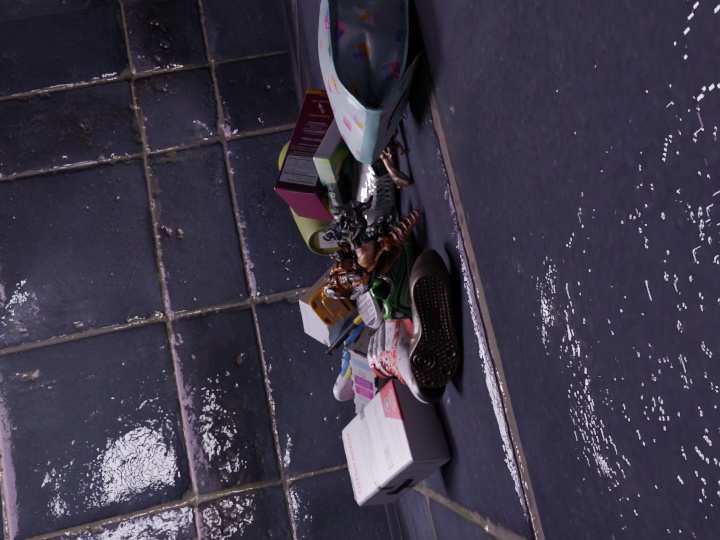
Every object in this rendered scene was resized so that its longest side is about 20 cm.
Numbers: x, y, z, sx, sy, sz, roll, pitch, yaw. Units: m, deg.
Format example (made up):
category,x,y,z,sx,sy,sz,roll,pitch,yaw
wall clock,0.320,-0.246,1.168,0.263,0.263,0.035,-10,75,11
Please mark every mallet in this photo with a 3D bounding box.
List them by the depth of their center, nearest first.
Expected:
category,x,y,z,sx,sy,sz,roll,pitch,yaw
mallet,-0.009,0.095,1.339,0.065,0.200,0.041,22,-151,-52

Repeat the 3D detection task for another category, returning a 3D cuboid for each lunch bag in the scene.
category,x,y,z,sx,sy,sz,roll,pitch,yaw
lunch bag,0.009,-0.257,0.876,0.171,0.119,0.204,109,155,-76

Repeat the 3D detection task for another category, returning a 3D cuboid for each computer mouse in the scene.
category,x,y,z,sx,sy,sz,roll,pitch,yaw
computer mouse,0.000,0.000,1.158,0.203,0.043,0.110,66,153,10

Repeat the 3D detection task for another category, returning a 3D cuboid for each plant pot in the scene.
category,x,y,z,sx,sy,sz,roll,pitch,yaw
plant pot,-0.066,-0.138,1.338,0.188,0.183,0.203,88,176,-55

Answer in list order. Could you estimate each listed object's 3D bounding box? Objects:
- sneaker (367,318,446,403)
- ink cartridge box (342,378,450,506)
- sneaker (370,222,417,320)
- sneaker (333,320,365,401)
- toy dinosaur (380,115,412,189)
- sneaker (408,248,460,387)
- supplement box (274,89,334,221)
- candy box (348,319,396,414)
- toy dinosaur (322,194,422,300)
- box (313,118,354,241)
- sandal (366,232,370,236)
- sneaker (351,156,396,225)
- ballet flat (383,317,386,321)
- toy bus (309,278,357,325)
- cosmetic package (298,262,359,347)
category,x,y,z,sx,sy,sz,roll,pitch,yaw
sneaker,0.067,0.147,1.057,0.108,0.066,0.203,-49,31,29
ink cartridge box,0.056,0.303,1.197,0.201,0.082,0.146,-52,42,42
sneaker,0.051,-0.004,1.085,0.202,0.083,0.079,-107,9,-49
sneaker,-0.008,0.169,1.399,0.104,0.200,0.076,26,153,35
toy dinosaur,0.029,-0.219,1.029,0.106,0.059,0.204,93,165,-71
sneaker,0.101,0.065,0.919,0.076,0.069,0.203,-77,-13,-54
supplement box,-0.069,-0.204,1.219,0.110,0.084,0.203,51,-128,-63
candy box,0.040,0.172,1.285,0.137,0.060,0.202,-54,-28,-36
toy dinosaur,0.018,-0.031,1.043,0.102,0.197,0.138,48,-152,-49
box,-0.018,-0.171,1.196,0.201,0.036,0.146,69,-144,-49
sandal,0.019,-0.095,1.383,0.203,0.049,0.084,140,144,-69
sneaker,0.027,-0.148,1.137,0.080,0.075,0.204,-138,36,-65
ballet flat,0.064,0.059,1.198,0.071,0.069,0.203,94,164,-67
toy bus,-0.042,0.043,1.257,0.065,0.078,0.200,50,-168,-5
cosmetic package,-0.035,0.051,1.450,0.080,0.200,0.114,28,144,27
